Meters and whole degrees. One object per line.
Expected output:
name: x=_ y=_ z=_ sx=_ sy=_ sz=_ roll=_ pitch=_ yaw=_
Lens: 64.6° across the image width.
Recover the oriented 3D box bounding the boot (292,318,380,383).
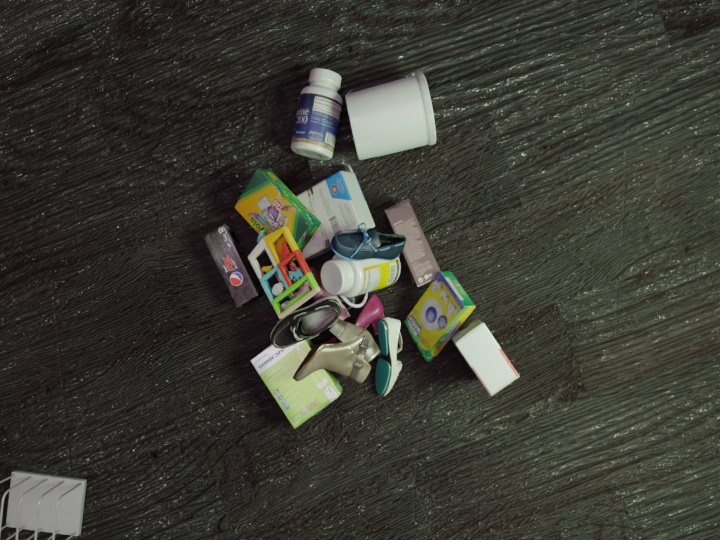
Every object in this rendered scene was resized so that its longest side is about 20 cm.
boot: x=-0.049 y=0.220 z=1.367 sx=0.146 sy=0.070 sz=0.201 roll=40 pitch=86 yaw=-12

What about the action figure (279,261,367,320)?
action figure: x=-0.101 y=0.052 z=1.390 sx=0.147 sy=0.135 sz=0.201 roll=-25 pitch=118 yaw=34

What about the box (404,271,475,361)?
box: x=0.180 y=0.115 z=1.376 sx=0.202 sy=0.047 sz=0.118 roll=-59 pitch=45 yaw=31

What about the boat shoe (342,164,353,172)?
boat shoe: x=-0.026 y=-0.163 z=1.440 sx=0.060 sy=0.073 sz=0.206 roll=-13 pitch=93 yaw=-2

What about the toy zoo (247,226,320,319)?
toy zoo: x=-0.189 y=-0.007 z=1.341 sx=0.130 sy=0.020 sz=0.203 roll=-33 pitch=80 yaw=26

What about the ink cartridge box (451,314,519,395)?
ink cartridge box: x=0.287 y=0.196 z=1.358 sx=0.083 sy=0.200 sz=0.147 roll=-36 pitch=88 yaw=4

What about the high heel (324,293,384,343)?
high heel: x=-0.030 y=0.137 z=1.435 sx=0.196 sy=0.067 sz=0.098 roll=-23 pitch=98 yaw=-14

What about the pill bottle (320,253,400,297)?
pill bottle: x=0.000 y=0.000 z=1.367 sx=0.108 sy=0.197 sz=0.113 roll=11 pitch=107 yaw=42

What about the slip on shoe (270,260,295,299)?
slip on shoe: x=-0.194 y=-0.027 z=1.445 sx=0.060 sy=0.074 sz=0.205 roll=-16 pitch=84 yaw=-1

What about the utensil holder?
utensil holder: x=0.073 y=-0.374 z=1.394 sx=0.194 sy=0.170 sz=0.175 roll=-12 pitch=88 yaw=3

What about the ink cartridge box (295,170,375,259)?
ink cartridge box: x=-0.084 y=-0.132 z=1.399 sx=0.197 sy=0.084 sz=0.149 roll=-24 pitch=86 yaw=28

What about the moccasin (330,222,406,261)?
moccasin: x=0.020 y=-0.071 z=1.307 sx=0.069 sy=0.196 sz=0.082 roll=-52 pitch=55 yaw=38

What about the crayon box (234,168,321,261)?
crayon box: x=-0.201 y=-0.134 z=1.378 sx=0.200 sy=0.058 sz=0.120 roll=45 pitch=114 yaw=14

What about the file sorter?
file sorter: x=-0.817 y=0.603 z=1.426 sx=0.194 sy=0.125 sz=0.143 roll=6 pitch=89 yaw=2

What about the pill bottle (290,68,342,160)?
pill bottle: x=-0.105 y=-0.390 z=1.427 sx=0.108 sy=0.111 sz=0.206 roll=11 pitch=89 yaw=2

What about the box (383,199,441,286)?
box: x=0.127 y=-0.066 z=1.419 sx=0.074 sy=0.100 sz=0.204 roll=-25 pitch=89 yaw=0

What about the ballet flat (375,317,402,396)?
ballet flat: x=0.077 y=0.216 z=1.429 sx=0.067 sy=0.070 sz=0.206 roll=2 pitch=102 yaw=2

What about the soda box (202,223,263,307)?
soda box: x=-0.324 y=-0.011 z=1.451 sx=0.069 sy=0.063 sz=0.204 roll=-26 pitch=87 yaw=2

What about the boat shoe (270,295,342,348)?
boat shoe: x=-0.131 y=0.131 z=1.347 sx=0.196 sy=0.061 sz=0.075 roll=-27 pitch=109 yaw=8

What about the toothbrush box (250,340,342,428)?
toothbrush box: x=-0.157 y=0.262 z=1.428 sx=0.144 sy=0.086 sz=0.202 roll=-35 pitch=89 yaw=0
